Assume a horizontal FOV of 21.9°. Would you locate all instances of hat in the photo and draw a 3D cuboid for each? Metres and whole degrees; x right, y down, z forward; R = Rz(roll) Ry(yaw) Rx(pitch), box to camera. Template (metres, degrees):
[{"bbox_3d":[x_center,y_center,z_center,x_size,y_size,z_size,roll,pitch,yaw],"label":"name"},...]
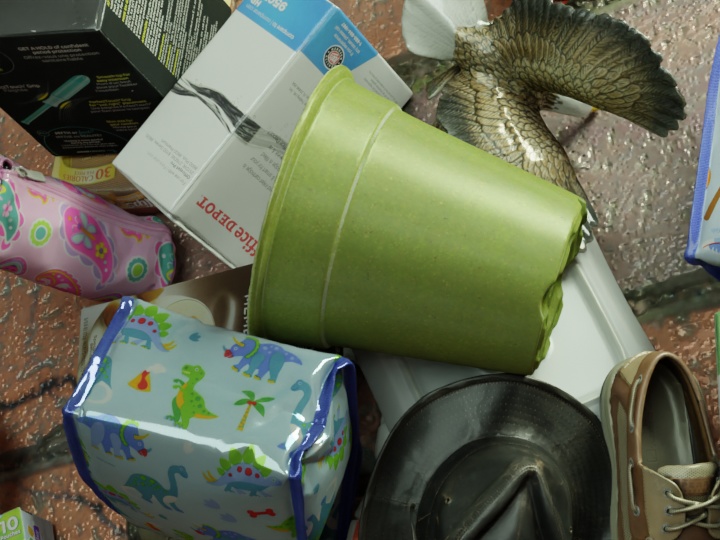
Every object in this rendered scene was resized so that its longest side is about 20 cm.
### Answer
[{"bbox_3d":[0.092,0.169,1.220,0.199,0.081,0.203,0,90,-6],"label":"hat"}]

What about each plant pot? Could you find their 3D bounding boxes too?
[{"bbox_3d":[0.046,-0.014,1.247,0.188,0.200,0.201,18,77,10],"label":"plant pot"}]

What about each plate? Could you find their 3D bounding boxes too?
[{"bbox_3d":[0.101,0.053,1.314,0.198,0.032,0.201,-22,58,-4],"label":"plate"}]

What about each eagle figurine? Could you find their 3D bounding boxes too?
[{"bbox_3d":[0.126,-0.128,1.350,0.150,0.153,0.200,-15,35,-13],"label":"eagle figurine"}]

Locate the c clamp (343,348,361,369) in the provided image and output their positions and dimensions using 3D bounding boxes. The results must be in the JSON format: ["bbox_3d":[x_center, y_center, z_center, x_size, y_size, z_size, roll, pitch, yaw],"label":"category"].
[{"bbox_3d":[0.000,0.000,1.425,0.170,0.027,0.202,9,74,29],"label":"c clamp"}]

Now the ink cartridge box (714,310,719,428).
[{"bbox_3d":[0.309,0.122,1.185,0.144,0.084,0.202,-9,65,23],"label":"ink cartridge box"}]

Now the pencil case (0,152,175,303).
[{"bbox_3d":[-0.236,-0.031,1.452,0.087,0.199,0.088,-19,60,37],"label":"pencil case"}]

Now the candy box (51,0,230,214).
[{"bbox_3d":[-0.184,-0.148,1.562,0.114,0.055,0.202,-1,68,24],"label":"candy box"}]

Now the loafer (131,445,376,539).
[{"bbox_3d":[-0.072,0.177,1.369,0.198,0.075,0.070,-16,93,20],"label":"loafer"}]

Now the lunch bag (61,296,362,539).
[{"bbox_3d":[-0.091,0.129,1.252,0.169,0.201,0.128,15,52,15],"label":"lunch bag"}]

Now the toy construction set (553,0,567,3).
[{"bbox_3d":[0.126,-0.274,1.449,0.198,0.093,0.132,-3,40,17],"label":"toy construction set"}]

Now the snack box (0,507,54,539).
[{"bbox_3d":[-0.290,0.303,1.424,0.141,0.053,0.201,-24,60,15],"label":"snack box"}]

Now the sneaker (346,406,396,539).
[{"bbox_3d":[0.043,0.180,1.301,0.081,0.077,0.202,5,72,21],"label":"sneaker"}]

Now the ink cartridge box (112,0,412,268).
[{"bbox_3d":[-0.074,-0.110,1.438,0.084,0.145,0.200,38,88,34],"label":"ink cartridge box"}]

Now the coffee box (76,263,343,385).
[{"bbox_3d":[-0.115,0.070,1.406,0.199,0.080,0.115,-15,63,30],"label":"coffee box"}]

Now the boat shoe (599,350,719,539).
[{"bbox_3d":[0.203,0.147,1.212,0.075,0.072,0.202,-8,73,-16],"label":"boat shoe"}]

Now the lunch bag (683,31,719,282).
[{"bbox_3d":[0.321,-0.087,1.248,0.169,0.124,0.202,2,77,28],"label":"lunch bag"}]

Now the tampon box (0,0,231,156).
[{"bbox_3d":[-0.211,-0.190,1.442,0.149,0.200,0.127,-1,68,21],"label":"tampon box"}]
